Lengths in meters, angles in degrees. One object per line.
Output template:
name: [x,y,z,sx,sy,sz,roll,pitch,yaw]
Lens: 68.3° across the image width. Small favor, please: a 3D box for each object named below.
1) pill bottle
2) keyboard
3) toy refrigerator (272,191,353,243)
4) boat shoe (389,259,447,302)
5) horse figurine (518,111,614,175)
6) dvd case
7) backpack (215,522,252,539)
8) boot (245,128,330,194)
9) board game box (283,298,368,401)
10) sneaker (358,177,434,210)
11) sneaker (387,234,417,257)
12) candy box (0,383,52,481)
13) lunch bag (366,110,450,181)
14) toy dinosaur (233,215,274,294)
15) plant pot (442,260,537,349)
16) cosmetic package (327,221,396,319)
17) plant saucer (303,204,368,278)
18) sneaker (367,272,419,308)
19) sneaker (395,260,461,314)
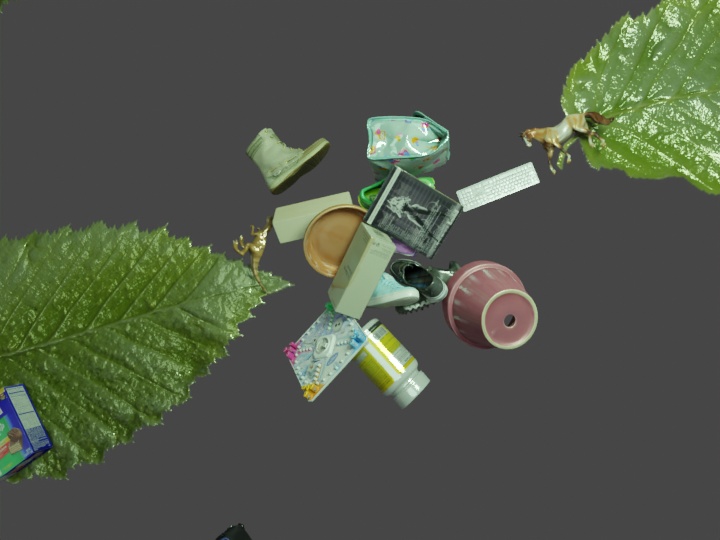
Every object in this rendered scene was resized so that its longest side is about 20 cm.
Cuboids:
pill bottle: [0.065,0.224,1.273,0.114,0.114,0.200,-44,80,3]
keyboard: [0.341,-0.208,1.321,0.197,0.011,0.057,-21,82,6]
toy refrigerator: [-0.116,-0.132,1.346,0.196,0.077,0.071,-12,125,8]
boat shoe: [0.123,0.011,1.254,0.070,0.066,0.200,-49,38,-1]
horse figurine: [0.502,-0.325,1.280,0.198,0.050,0.134,-30,64,14]
dvd case: [0.126,-0.136,1.264,0.198,0.016,0.150,28,105,-13]
backpack: [-0.323,0.755,1.278,0.183,0.134,0.200,45,95,11]
boot: [-0.192,-0.317,1.388,0.199,0.072,0.156,-37,78,5]
board game box: [-0.091,0.180,1.278,0.200,0.026,0.200,-48,35,4]
sneaker: [0.090,-0.190,1.323,0.196,0.084,0.076,-11,83,7]
sneaker: [0.153,-0.097,1.322,0.196,0.073,0.117,-11,102,3]
candy box: [-0.962,0.441,1.437,0.168,0.077,0.202,-34,79,5]
lunch bag: [0.119,-0.296,1.283,0.196,0.170,0.125,-3,81,8]
toy dinosaur: [-0.275,-0.050,1.381,0.104,0.060,0.204,12,87,8]
plant pot: [0.299,0.088,1.187,0.196,0.179,0.204,-1,98,-7]
cosmetic package: [0.000,0.000,1.270,0.072,0.104,0.202,20,107,-23]
plant saucer: [-0.045,-0.074,1.309,0.196,0.038,0.203,-6,123,-9]
sneaker: [0.063,0.043,1.265,0.198,0.073,0.084,-11,76,52]
sneaker: [0.168,0.039,1.301,0.197,0.066,0.092,-25,79,2]
